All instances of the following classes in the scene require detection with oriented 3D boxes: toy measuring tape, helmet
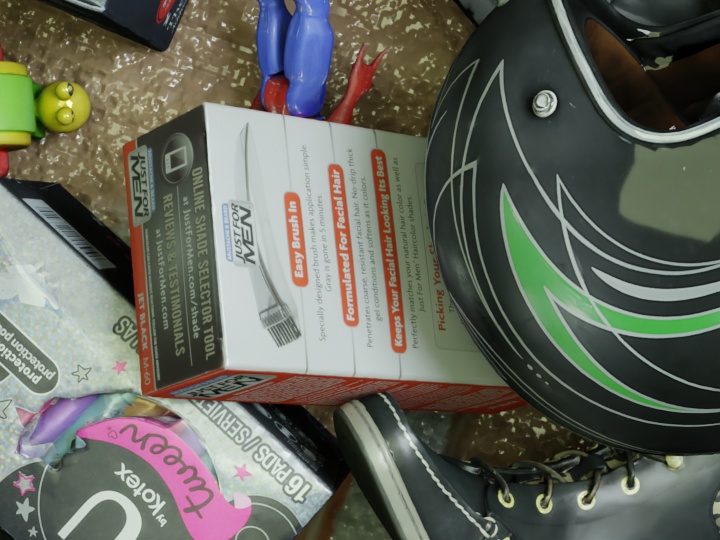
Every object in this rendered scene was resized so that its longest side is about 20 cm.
[{"bbox_3d":[-0.220,-0.072,0.955,0.199,0.074,0.074,-4,90,-17],"label":"toy measuring tape"},{"bbox_3d":[0.121,-0.025,0.845,0.190,0.200,0.201,-1,91,7],"label":"helmet"}]

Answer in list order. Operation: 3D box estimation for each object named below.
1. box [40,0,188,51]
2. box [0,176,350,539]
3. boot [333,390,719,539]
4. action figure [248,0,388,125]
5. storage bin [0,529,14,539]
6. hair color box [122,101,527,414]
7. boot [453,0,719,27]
[{"bbox_3d":[-0.104,-0.211,0.915,0.104,0.182,0.200,23,92,3],"label":"box"},{"bbox_3d":[-0.116,0.066,0.943,0.200,0.132,0.115,42,94,2],"label":"box"},{"bbox_3d":[0.088,0.091,0.925,0.154,0.074,0.204,-34,130,0],"label":"boot"},{"bbox_3d":[-0.029,-0.089,0.969,0.065,0.052,0.201,15,108,43],"label":"action figure"},{"bbox_3d":[-0.240,0.176,0.962,0.134,0.146,0.200,33,92,-24],"label":"storage bin"},{"bbox_3d":[0.000,0.000,0.901,0.064,0.200,0.111,-20,70,46],"label":"hair color box"},{"bbox_3d":[0.108,-0.170,0.956,0.162,0.073,0.198,-41,95,5],"label":"boot"}]
